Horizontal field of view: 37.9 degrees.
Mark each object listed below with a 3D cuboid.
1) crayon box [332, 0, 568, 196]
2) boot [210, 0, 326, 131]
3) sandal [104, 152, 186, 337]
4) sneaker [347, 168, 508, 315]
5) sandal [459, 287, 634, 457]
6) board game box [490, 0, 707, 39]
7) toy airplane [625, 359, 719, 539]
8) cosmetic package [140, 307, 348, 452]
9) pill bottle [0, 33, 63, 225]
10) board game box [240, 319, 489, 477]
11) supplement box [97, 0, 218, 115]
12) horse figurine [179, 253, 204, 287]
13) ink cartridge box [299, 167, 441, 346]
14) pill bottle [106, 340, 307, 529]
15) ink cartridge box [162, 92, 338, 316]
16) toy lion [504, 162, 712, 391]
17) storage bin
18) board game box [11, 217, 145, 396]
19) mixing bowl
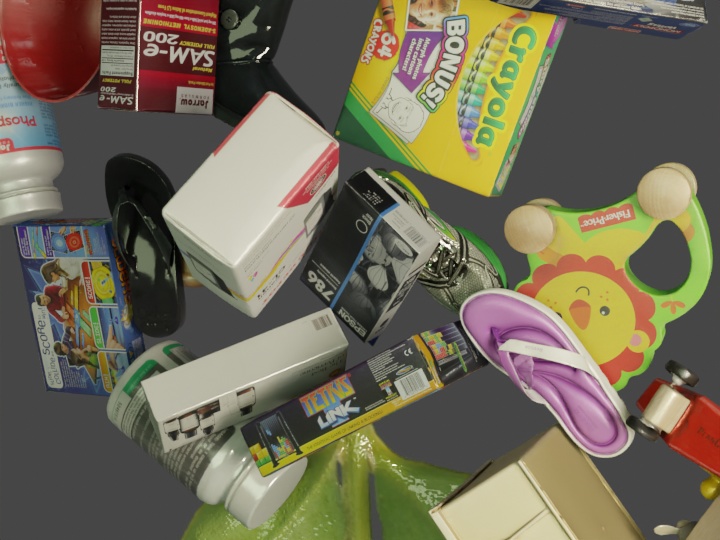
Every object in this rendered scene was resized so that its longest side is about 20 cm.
[{"bbox_3d":[0.088,-0.194,1.020,0.172,0.058,0.200,23,101,20],"label":"crayon box"},{"bbox_3d":[-0.098,-0.229,1.084,0.200,0.076,0.168,28,107,25],"label":"boot"},{"bbox_3d":[-0.225,-0.026,1.107,0.076,0.043,0.200,-9,99,18],"label":"sandal"},{"bbox_3d":[0.058,-0.023,1.028,0.200,0.085,0.078,41,106,15],"label":"sneaker"},{"bbox_3d":[0.174,0.094,0.968,0.203,0.050,0.082,43,119,4],"label":"sandal"},{"bbox_3d":[0.211,-0.323,0.927,0.200,0.062,0.200,7,87,-8],"label":"board game box"},{"bbox_3d":[0.339,0.169,0.894,0.200,0.141,0.199,-21,52,35],"label":"toy airplane"},{"bbox_3d":[-0.112,0.110,1.043,0.200,0.083,0.051,-21,64,-16],"label":"cosmetic package"},{"bbox_3d":[-0.401,-0.158,1.195,0.109,0.109,0.200,-14,88,22],"label":"pill bottle"},{"bbox_3d":[0.008,0.119,1.012,0.200,0.165,0.057,-29,83,21],"label":"board game box"},{"bbox_3d":[-0.197,-0.256,1.038,0.061,0.109,0.200,11,101,35],"label":"supplement box"},{"bbox_3d":[-0.168,-0.032,1.140,0.200,0.050,0.133,-18,81,21],"label":"horse figurine"},{"bbox_3d":[0.000,0.000,1.021,0.099,0.039,0.200,44,143,13],"label":"ink cartridge box"},{"bbox_3d":[-0.161,0.174,1.113,0.200,0.113,0.113,37,105,17],"label":"pill bottle"},{"bbox_3d":[-0.094,-0.054,0.976,0.086,0.200,0.148,36,78,9],"label":"ink cartridge box"},{"bbox_3d":[0.229,0.015,0.977,0.200,0.069,0.192,-16,94,23],"label":"toy lion"},{"bbox_3d":[0.180,0.250,0.932,0.094,0.200,0.199,-37,79,17],"label":"storage bin"},{"bbox_3d":[-0.313,0.042,1.181,0.135,0.034,0.200,1,107,27],"label":"board game box"},{"bbox_3d":[-0.287,-0.277,1.132,0.200,0.108,0.200,2,93,37],"label":"mixing bowl"}]
